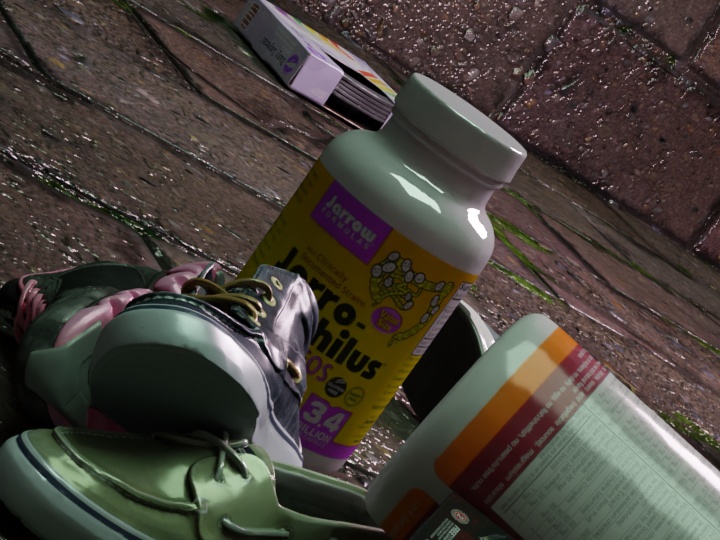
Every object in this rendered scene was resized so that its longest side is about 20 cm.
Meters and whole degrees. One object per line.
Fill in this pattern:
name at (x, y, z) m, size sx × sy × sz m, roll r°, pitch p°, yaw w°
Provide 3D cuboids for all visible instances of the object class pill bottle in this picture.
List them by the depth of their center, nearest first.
pill bottle at (0.106, 0.121, 0.794) m, size 0.200 × 0.110 × 0.110 m, roll 43°, pitch 12°, yaw 6°
pill bottle at (0.000, 0.000, 1.037) m, size 0.104 × 0.201 × 0.104 m, roll 33°, pitch 11°, yaw -7°

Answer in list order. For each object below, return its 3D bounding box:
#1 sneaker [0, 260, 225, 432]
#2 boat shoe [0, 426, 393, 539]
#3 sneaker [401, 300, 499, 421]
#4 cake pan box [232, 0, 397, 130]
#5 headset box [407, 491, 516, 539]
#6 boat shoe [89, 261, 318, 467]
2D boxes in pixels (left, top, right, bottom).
sneaker at (-0.129, 0.030, 0.909) m, size 0.095 × 0.080 × 0.200 m, roll 15°, pitch 7°, yaw 9°
boat shoe at (-0.062, 0.095, 0.814) m, size 0.199 × 0.062 × 0.072 m, roll 26°, pitch 14°, yaw -43°
sneaker at (0.111, 0.091, 1.295) m, size 0.120 × 0.084 × 0.200 m, roll 16°, pitch 30°, yaw -48°
cake pan box at (-0.036, -0.223, 2.273) m, size 0.183 × 0.053 × 0.200 m, roll 26°, pitch 14°, yaw -33°
headset box at (0.067, 0.189, 0.688) m, size 0.200 × 0.075 × 0.149 m, roll 38°, pitch 28°, yaw 10°
boat shoe at (-0.063, 0.029, 0.850) m, size 0.070 × 0.092 × 0.200 m, roll 3°, pitch -21°, yaw 10°
